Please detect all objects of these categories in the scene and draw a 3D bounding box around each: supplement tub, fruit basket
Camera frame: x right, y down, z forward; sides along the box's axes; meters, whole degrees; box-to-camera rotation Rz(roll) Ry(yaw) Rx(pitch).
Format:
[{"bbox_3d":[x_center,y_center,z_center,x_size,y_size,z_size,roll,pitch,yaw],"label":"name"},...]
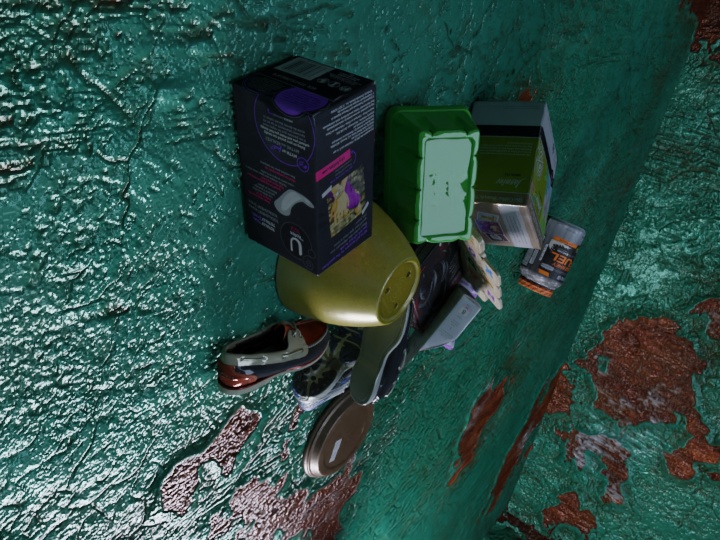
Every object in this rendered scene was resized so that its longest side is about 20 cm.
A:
[{"bbox_3d":[0.511,-0.039,1.719,0.122,0.122,0.202,6,109,-59],"label":"supplement tub"},{"bbox_3d":[0.105,-0.151,0.976,0.153,0.216,0.218,-5,126,-14],"label":"fruit basket"}]

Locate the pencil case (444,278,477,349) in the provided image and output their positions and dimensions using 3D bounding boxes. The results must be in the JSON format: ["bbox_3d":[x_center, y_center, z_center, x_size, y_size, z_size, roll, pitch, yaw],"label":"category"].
[{"bbox_3d":[0.204,0.070,1.348,0.085,0.084,0.202,25,94,-27],"label":"pencil case"}]

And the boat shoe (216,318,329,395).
[{"bbox_3d":[-0.114,0.104,0.882,0.199,0.071,0.063,-22,130,-44],"label":"boat shoe"}]

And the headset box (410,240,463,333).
[{"bbox_3d":[0.114,0.007,1.159,0.149,0.077,0.201,-51,148,-21],"label":"headset box"}]

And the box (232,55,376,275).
[{"bbox_3d":[-0.060,-0.118,0.721,0.106,0.121,0.202,-37,143,-38],"label":"box"}]

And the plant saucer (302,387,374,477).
[{"bbox_3d":[-0.035,0.314,1.227,0.200,0.029,0.202,-39,145,-35],"label":"plant saucer"}]

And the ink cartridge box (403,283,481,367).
[{"bbox_3d":[0.142,0.119,1.213,0.201,0.057,0.163,-55,-178,7],"label":"ink cartridge box"}]

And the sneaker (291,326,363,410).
[{"bbox_3d":[-0.037,0.159,1.061,0.199,0.077,0.086,-33,151,-31],"label":"sneaker"}]

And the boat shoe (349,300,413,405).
[{"bbox_3d":[0.041,0.117,0.997,0.060,0.076,0.202,-1,122,-46],"label":"boat shoe"}]

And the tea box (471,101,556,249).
[{"bbox_3d":[0.268,-0.167,1.152,0.200,0.132,0.199,40,61,-61],"label":"tea box"}]

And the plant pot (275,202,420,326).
[{"bbox_3d":[0.000,0.000,0.899,0.200,0.141,0.202,-39,145,-35],"label":"plant pot"}]

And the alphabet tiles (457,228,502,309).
[{"bbox_3d":[0.197,-0.027,1.151,0.015,0.196,0.201,-31,145,-7],"label":"alphabet tiles"}]
